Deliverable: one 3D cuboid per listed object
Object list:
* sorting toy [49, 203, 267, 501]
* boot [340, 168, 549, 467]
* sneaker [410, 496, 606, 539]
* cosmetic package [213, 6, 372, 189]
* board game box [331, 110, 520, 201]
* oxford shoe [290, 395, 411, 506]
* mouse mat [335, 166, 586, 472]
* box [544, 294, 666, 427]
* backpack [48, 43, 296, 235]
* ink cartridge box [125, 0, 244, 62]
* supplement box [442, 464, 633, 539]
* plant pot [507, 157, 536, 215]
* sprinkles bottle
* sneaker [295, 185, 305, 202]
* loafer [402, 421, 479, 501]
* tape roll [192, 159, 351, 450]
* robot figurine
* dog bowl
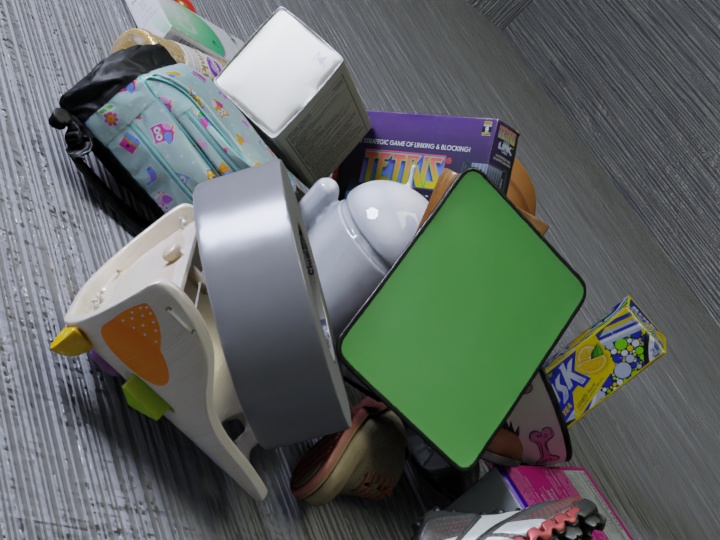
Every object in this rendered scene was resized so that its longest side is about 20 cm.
[{"bbox_3d":[-0.118,0.072,0.786,0.181,0.106,0.200,55,6,-16],"label":"sorting toy"},{"bbox_3d":[0.098,0.044,0.927,0.187,0.201,0.068,33,-10,-8],"label":"boot"},{"bbox_3d":[0.093,0.216,0.854,0.098,0.199,0.071,48,-26,43],"label":"sneaker"},{"bbox_3d":[-0.062,-0.165,1.103,0.087,0.103,0.200,42,-3,13],"label":"cosmetic package"},{"bbox_3d":[0.058,-0.082,1.180,0.199,0.167,0.057,9,-4,36],"label":"board game box"},{"bbox_3d":[0.003,0.155,0.903,0.075,0.070,0.200,51,20,3],"label":"oxford shoe"},{"bbox_3d":[0.086,0.038,0.883,0.161,0.200,0.008,44,-19,-18],"label":"mouse mat"},{"bbox_3d":[0.254,0.122,1.276,0.070,0.200,0.064,48,19,2],"label":"box"},{"bbox_3d":[-0.154,-0.101,0.973,0.200,0.126,0.167,49,17,-5],"label":"backpack"},{"bbox_3d":[-0.217,-0.311,1.346,0.160,0.050,0.201,21,35,-50],"label":"ink cartridge box"},{"bbox_3d":[0.157,0.246,0.999,0.199,0.101,0.104,18,35,-54],"label":"supplement box"},{"bbox_3d":[0.107,-0.046,1.331,0.200,0.200,0.141,40,37,-17],"label":"plant pot"},{"bbox_3d":[-0.181,-0.204,1.190,0.068,0.068,0.199,55,22,21],"label":"sprinkles bottle"},{"bbox_3d":[-0.094,-0.069,1.147,0.200,0.073,0.082,45,-7,2],"label":"sneaker"},{"bbox_3d":[0.060,0.145,1.059,0.201,0.072,0.073,-112,180,-52],"label":"loafer"},{"bbox_3d":[-0.062,0.025,0.801,0.200,0.066,0.202,165,-90,-90],"label":"tape roll"},{"bbox_3d":[0.000,0.000,0.988,0.170,0.200,0.113,48,19,5],"label":"robot figurine"},{"bbox_3d":[0.122,0.101,1.042,0.200,0.073,0.202,155,-90,-88],"label":"dog bowl"}]
